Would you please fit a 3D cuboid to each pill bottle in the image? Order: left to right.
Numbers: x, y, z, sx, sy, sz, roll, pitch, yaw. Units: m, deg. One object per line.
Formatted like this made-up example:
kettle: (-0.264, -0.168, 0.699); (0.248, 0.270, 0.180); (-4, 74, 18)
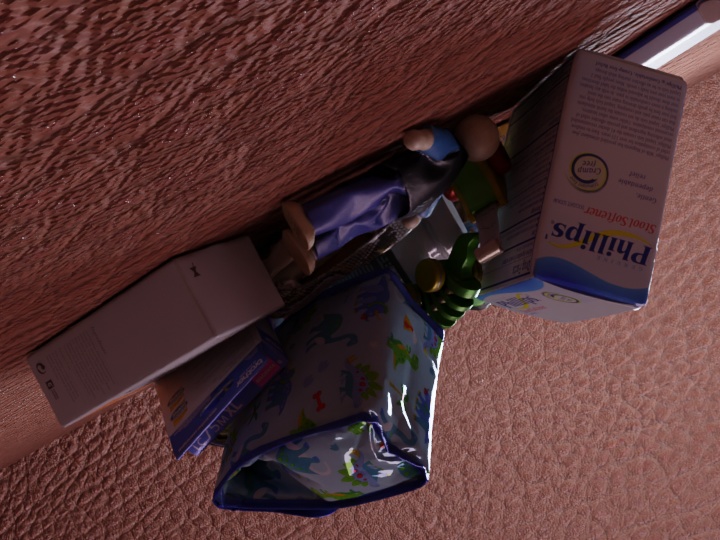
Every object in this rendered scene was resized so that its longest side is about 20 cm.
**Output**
pill bottle: (0.003, -0.013, 0.992); (0.200, 0.116, 0.116); (-28, 178, 9)

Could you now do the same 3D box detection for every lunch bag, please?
lunch bag: (-0.035, 0.118, 0.889); (0.200, 0.127, 0.170); (-20, -143, 27)

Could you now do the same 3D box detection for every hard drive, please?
hard drive: (0.307, -0.228, 1.034); (0.132, 0.025, 0.200); (-28, 178, -35)

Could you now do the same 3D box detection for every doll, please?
doll: (0.033, -0.071, 0.817); (0.200, 0.048, 0.137); (-29, 156, -18)

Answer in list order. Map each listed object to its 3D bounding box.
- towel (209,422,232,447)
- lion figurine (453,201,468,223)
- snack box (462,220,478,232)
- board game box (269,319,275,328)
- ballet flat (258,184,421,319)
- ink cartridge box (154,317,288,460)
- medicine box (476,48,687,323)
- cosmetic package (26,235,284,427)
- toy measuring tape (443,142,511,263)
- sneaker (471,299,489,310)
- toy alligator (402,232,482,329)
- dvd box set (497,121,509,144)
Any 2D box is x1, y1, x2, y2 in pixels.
towel: (-0.071, 0.138, 1.033); (0.143, 0.023, 0.200); (1, -166, 8)
lion figurine: (0.170, -0.092, 1.087); (0.200, 0.073, 0.123); (-33, -167, 5)
snack box: (0.074, -0.002, 1.087); (0.200, 0.024, 0.072); (-23, -139, 59)
board game box: (-0.079, 0.031, 1.169); (0.200, 0.103, 0.105); (-27, 178, -35)
ballet flat: (-0.018, -0.034, 0.886); (0.200, 0.072, 0.072); (-38, 178, -2)
ink cartridge box: (-0.130, 0.082, 0.907); (0.119, 0.042, 0.200); (-46, -153, 5)
medicine box: (0.188, -0.065, 0.898); (0.103, 0.200, 0.182); (14, 172, -7)
cosmetic package: (-0.174, 0.052, 0.849); (0.200, 0.071, 0.101); (-30, 177, 31)
toy measuring tape: (0.097, -0.078, 0.893); (0.074, 0.074, 0.200); (-29, -159, 20)
sneaker: (0.109, 0.014, 1.156); (0.077, 0.084, 0.200); (-36, -162, -9)
toy alligator: (0.061, 0.040, 0.946); (0.059, 0.054, 0.200); (-2, 147, -38)
dvd box set: (0.163, -0.142, 1.145); (0.200, 0.029, 0.146); (-26, 177, -33)
